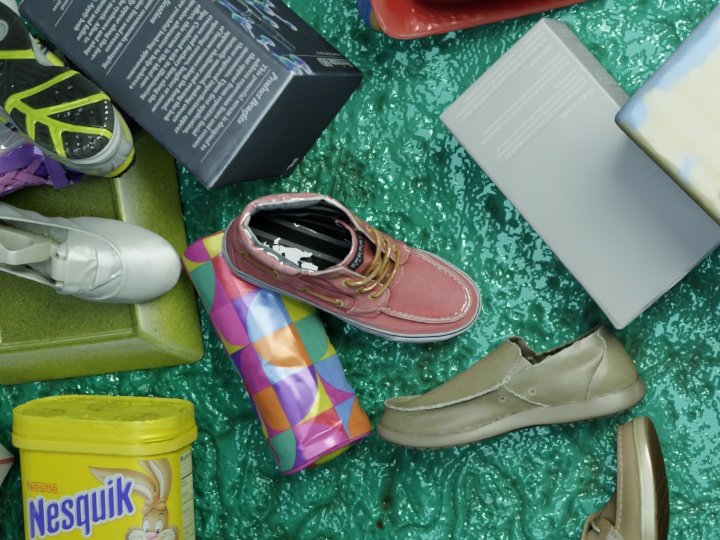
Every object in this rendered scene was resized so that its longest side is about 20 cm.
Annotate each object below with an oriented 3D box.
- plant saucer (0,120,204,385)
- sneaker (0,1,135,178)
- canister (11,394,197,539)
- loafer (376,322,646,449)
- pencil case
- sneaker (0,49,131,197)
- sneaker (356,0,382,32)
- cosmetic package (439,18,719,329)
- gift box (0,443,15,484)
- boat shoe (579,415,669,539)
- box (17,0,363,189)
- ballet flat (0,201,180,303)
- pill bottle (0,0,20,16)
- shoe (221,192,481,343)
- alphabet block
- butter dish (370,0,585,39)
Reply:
[{"bbox_3d":[-0.238,-0.011,1.236,0.199,0.048,0.201,-7,94,20],"label":"plant saucer"},{"bbox_3d":[-0.240,-0.126,1.106,0.075,0.076,0.200,-45,62,-6],"label":"sneaker"},{"bbox_3d":[-0.201,0.208,1.229,0.148,0.087,0.201,0,98,19],"label":"canister"},{"bbox_3d":[0.105,0.084,1.119,0.199,0.076,0.068,-12,92,10],"label":"loafer"},{"bbox_3d":[-0.065,0.053,1.168,0.088,0.088,0.201,-26,85,20],"label":"pencil case"},{"bbox_3d":[-0.255,-0.091,1.161,0.200,0.081,0.088,-38,61,-24],"label":"sneaker"},{"bbox_3d":[0.034,-0.273,1.107,0.088,0.075,0.201,26,95,22],"label":"sneaker"},{"bbox_3d":[0.162,-0.069,1.074,0.107,0.090,0.200,-40,86,18],"label":"cosmetic package"},{"bbox_3d":[-0.413,0.196,1.257,0.186,0.184,0.201,36,110,21],"label":"gift box"},{"bbox_3d":[0.186,0.204,1.102,0.064,0.071,0.201,1,98,18],"label":"boat shoe"},{"bbox_3d":[-0.121,-0.167,1.125,0.200,0.148,0.107,43,108,9],"label":"box"},{"bbox_3d":[-0.238,-0.011,1.175,0.199,0.069,0.070,14,101,17],"label":"ballet flat"},{"bbox_3d":[-0.382,-0.178,1.233,0.199,0.113,0.113,-31,86,20],"label":"pill bottle"},{"bbox_3d":[0.000,0.000,1.097,0.199,0.091,0.072,18,78,-8],"label":"shoe"},{"bbox_3d":[0.305,-0.096,0.962,0.200,0.196,0.196,45,109,9],"label":"alphabet block"},{"bbox_3d":[0.101,-0.259,0.994,0.198,0.148,0.201,-15,107,-13],"label":"butter dish"}]
